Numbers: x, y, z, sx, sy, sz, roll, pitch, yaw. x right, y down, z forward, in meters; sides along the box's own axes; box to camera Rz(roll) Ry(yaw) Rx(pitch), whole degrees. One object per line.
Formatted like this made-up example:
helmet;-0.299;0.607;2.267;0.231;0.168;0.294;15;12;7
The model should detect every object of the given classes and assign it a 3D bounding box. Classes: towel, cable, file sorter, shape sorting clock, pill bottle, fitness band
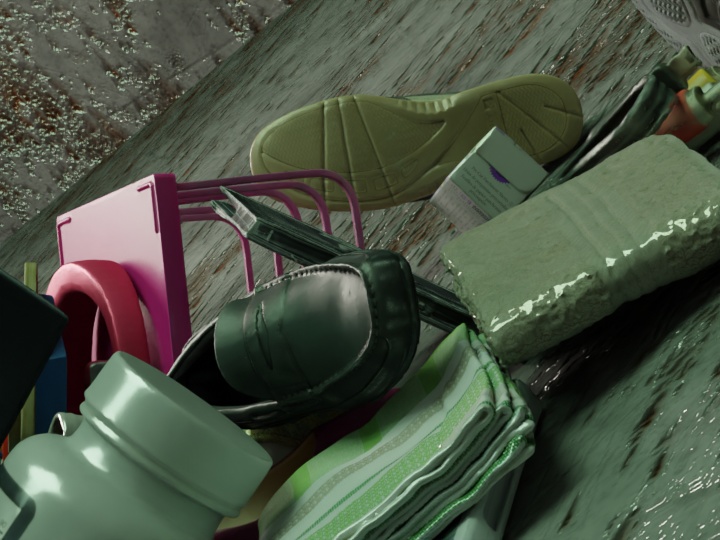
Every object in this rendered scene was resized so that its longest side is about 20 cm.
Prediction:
towel;0.007;0.089;1.257;0.149;0.031;0.200;-41;10;4
towel;0.106;-0.010;1.322;0.132;0.035;0.200;-29;11;2
cable;0.124;-0.041;1.473;0.200;0.050;0.097;-49;-3;23
file sorter;-0.084;0.022;1.658;0.125;0.140;0.200;-5;-4;-22
shape sorting clock;-0.184;0.096;1.573;0.039;0.201;0.200;0;4;-10
pill bottle;-0.131;0.145;1.323;0.200;0.119;0.120;-55;9;2
fitness band;-0.149;0.094;1.616;0.037;0.201;0.144;-1;7;-18

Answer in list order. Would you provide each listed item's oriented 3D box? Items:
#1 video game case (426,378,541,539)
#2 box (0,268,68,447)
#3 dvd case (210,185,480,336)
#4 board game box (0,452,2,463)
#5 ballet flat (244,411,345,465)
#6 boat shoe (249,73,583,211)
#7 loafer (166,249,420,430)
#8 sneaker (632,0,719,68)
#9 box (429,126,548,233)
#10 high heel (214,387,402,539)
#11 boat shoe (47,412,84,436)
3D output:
video game case;-0.011;0.144;1.244;0.200;0.023;0.182;-38;11;23
box;-0.247;0.093;1.359;0.148;0.107;0.201;-34;26;58
dvd case;0.000;0.000;1.468;0.016;0.148;0.200;-65;9;3
board game box;-0.271;0.180;1.489;0.200;0.034;0.136;-38;26;31
ballet flat;-0.072;0.124;1.484;0.200;0.071;0.071;-37;11;26
boat shoe;0.034;-0.073;1.724;0.199;0.072;0.065;-12;-9;1
loafer;-0.033;0.038;1.351;0.070;0.068;0.200;-4;-13;-27
sneaker;0.223;-0.170;1.519;0.114;0.076;0.200;-45;15;-15
box;0.069;-0.045;1.585;0.039;0.041;0.200;-46;-2;-3
high heel;-0.066;0.106;1.397;0.200;0.096;0.067;-43;13;2
boat shoe;-0.167;0.167;1.449;0.071;0.070;0.201;1;67;67
